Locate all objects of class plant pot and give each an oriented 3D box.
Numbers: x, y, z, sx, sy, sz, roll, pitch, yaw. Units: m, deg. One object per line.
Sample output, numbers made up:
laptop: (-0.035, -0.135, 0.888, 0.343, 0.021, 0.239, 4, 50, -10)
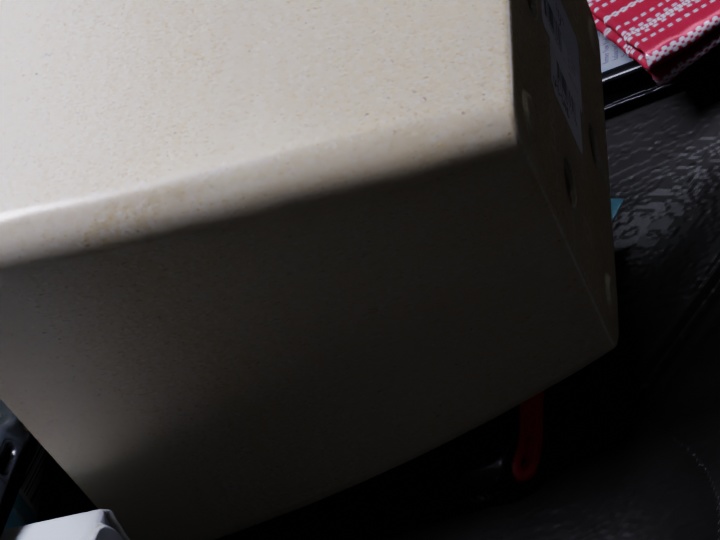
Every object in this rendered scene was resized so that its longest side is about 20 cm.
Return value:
plant pot: (-0.019, -0.047, 0.819, 0.177, 0.200, 0.200, -9, 56, 15)

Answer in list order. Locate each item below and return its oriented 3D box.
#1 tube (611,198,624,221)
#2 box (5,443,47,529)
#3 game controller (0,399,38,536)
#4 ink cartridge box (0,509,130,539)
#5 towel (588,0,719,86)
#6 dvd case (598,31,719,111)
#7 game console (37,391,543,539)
tube: (0.000, 0.000, 0.962, 0.200, 0.050, 0.078, 1, 54, 39)
box: (-0.210, 0.084, 0.984, 0.200, 0.082, 0.049, -14, 32, 29)
game controller: (-0.150, 0.049, 0.847, 0.104, 0.042, 0.200, -1, 43, 17)
ink cartridge box: (-0.162, 0.166, 0.802, 0.200, 0.083, 0.147, -14, 32, 28)
towel: (0.142, -0.146, 1.045, 0.144, 0.023, 0.200, -31, 28, -2)
dvd case: (0.129, -0.117, 1.053, 0.200, 0.018, 0.143, -20, 30, 18)
game console: (-0.025, 0.020, 0.919, 0.200, 0.031, 0.177, -15, 55, 25)
